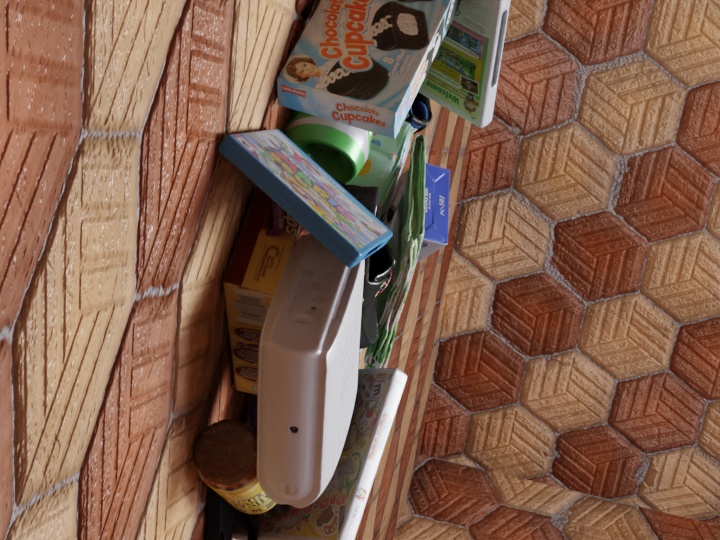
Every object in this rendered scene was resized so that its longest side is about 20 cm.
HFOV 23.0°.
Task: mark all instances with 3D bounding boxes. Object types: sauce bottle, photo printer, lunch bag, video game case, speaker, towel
[{"bbox_3d":[-0.101,0.190,1.635,0.200,0.065,0.067,57,45,-68],"label":"sauce bottle"},{"bbox_3d":[-0.043,0.091,1.530,0.167,0.069,0.201,-72,169,-49],"label":"photo printer"},{"bbox_3d":[-0.017,-0.064,1.793,0.202,0.077,0.160,-64,179,-4],"label":"lunch bag"},{"bbox_3d":[-0.047,0.185,1.762,0.199,0.023,0.184,-6,-120,52],"label":"video game case"},{"bbox_3d":[-0.042,-0.064,1.480,0.018,0.143,0.200,-49,178,10],"label":"video game case"},{"bbox_3d":[0.060,-0.261,1.747,0.022,0.199,0.183,-34,145,-37],"label":"video game case"},{"bbox_3d":[-0.013,-0.184,1.696,0.089,0.087,0.202,91,14,-59],"label":"speaker"},{"bbox_3d":[0.034,-0.013,1.772,0.153,0.023,0.201,-86,-172,-46],"label":"towel"}]

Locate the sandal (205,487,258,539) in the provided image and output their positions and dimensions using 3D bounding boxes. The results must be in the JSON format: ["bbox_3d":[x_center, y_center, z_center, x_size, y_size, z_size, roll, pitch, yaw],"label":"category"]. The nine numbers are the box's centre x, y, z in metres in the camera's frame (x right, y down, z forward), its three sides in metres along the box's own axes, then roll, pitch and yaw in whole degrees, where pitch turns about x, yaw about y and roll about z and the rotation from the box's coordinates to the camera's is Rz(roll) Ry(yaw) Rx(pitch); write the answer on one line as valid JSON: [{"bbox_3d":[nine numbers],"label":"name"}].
[{"bbox_3d":[-0.125,0.267,1.732,0.075,0.045,0.201,-69,169,-50],"label":"sandal"}]

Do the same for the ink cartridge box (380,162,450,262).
[{"bbox_3d":[0.036,-0.046,2.070,0.200,0.044,0.095,-34,-132,57],"label":"ink cartridge box"}]

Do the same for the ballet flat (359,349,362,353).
[{"bbox_3d":[-0.036,0.083,1.742,0.071,0.069,0.201,46,33,-26],"label":"ballet flat"}]

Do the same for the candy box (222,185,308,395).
[{"bbox_3d":[-0.081,0.021,1.623,0.201,0.056,0.118,88,16,-58],"label":"candy box"}]

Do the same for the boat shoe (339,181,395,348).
[{"bbox_3d":[0.000,0.002,1.659,0.074,0.062,0.203,-80,168,-45],"label":"boat shoe"}]

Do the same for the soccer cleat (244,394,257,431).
[{"bbox_3d":[-0.085,0.113,1.780,0.068,0.073,0.202,46,33,-46],"label":"soccer cleat"}]

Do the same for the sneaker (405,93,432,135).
[{"bbox_3d":[0.019,-0.130,1.892,0.073,0.111,0.202,17,75,-42],"label":"sneaker"}]

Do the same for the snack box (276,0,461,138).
[{"bbox_3d":[0.011,-0.214,1.629,0.037,0.115,0.201,92,17,-50],"label":"snack box"}]
